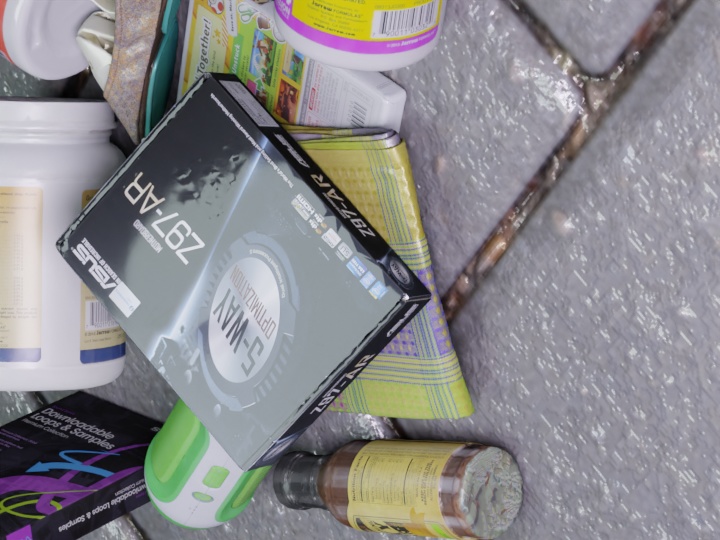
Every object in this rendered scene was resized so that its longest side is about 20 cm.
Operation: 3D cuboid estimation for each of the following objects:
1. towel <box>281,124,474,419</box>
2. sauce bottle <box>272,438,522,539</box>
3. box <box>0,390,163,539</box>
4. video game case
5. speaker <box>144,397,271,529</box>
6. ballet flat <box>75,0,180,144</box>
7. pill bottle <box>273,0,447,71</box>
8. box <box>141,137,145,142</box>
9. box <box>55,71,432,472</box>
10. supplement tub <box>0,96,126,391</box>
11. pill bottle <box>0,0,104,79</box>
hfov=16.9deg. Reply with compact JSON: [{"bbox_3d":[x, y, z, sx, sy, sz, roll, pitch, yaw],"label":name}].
[{"bbox_3d":[0.000,0.000,1.558,0.143,0.023,0.201,1,113,46],"label":"towel"},{"bbox_3d":[0.020,0.144,1.619,0.199,0.065,0.065,-1,110,49],"label":"sauce bottle"},{"bbox_3d":[-0.236,0.154,1.794,0.143,0.199,0.036,17,119,40],"label":"box"},{"bbox_3d":[-0.055,-0.078,1.609,0.182,0.023,0.201,36,134,29],"label":"video game case"},{"bbox_3d":[-0.092,0.110,1.664,0.089,0.088,0.200,53,151,11],"label":"speaker"},{"bbox_3d":[-0.153,-0.167,1.612,0.067,0.068,0.201,19,137,2],"label":"ballet flat"},{"bbox_3d":[0.009,-0.224,1.396,0.104,0.104,0.201,33,131,31],"label":"pill bottle"},{"bbox_3d":[-0.109,-0.006,1.658,0.121,0.032,0.200,48,156,17],"label":"box"},{"bbox_3d":[-0.077,0.000,1.530,0.160,0.043,0.200,-46,75,18],"label":"box"},{"bbox_3d":[-0.236,-0.022,1.715,0.144,0.144,0.201,7,97,45],"label":"supplement tub"},{"bbox_3d":[-0.260,-0.224,1.679,0.200,0.111,0.112,34,133,31],"label":"pill bottle"}]
